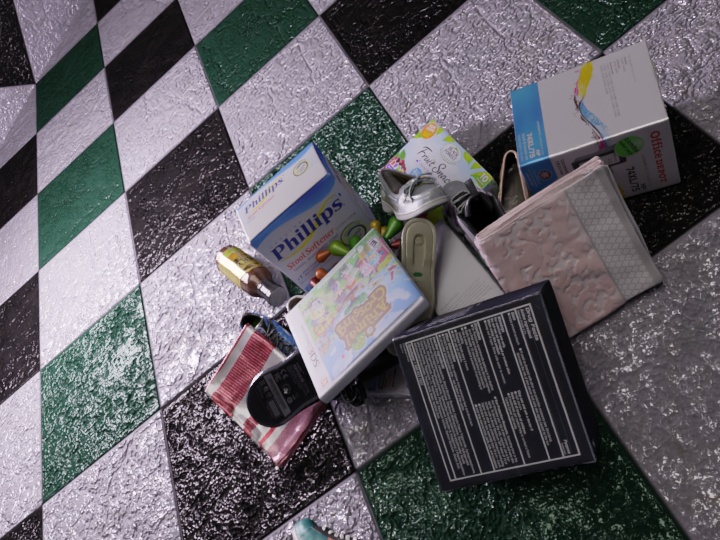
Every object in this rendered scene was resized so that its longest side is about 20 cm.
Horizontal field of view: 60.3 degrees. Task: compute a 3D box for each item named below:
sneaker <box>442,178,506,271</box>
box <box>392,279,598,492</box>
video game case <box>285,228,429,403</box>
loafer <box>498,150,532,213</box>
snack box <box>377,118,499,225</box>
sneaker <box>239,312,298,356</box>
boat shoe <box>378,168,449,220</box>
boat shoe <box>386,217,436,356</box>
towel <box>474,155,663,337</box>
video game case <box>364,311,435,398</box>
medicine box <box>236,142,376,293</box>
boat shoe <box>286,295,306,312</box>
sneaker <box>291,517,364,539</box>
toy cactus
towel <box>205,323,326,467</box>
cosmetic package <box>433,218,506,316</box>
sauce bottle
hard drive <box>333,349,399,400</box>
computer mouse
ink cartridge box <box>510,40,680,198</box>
[{"bbox_3d":[0.165,-0.094,0.900,0.077,0.140,0.201,-38,51,3],"label":"sneaker"},{"bbox_3d":[0.173,0.143,0.782,0.194,0.123,0.205,-19,88,25],"label":"box"},{"bbox_3d":[-0.013,0.058,0.895,0.200,0.022,0.183,-44,41,9],"label":"video game case"},{"bbox_3d":[0.237,-0.093,0.967,0.070,0.063,0.205,-10,59,28],"label":"loafer"},{"bbox_3d":[0.133,-0.154,1.082,0.142,0.053,0.201,-41,49,7],"label":"snack box"},{"bbox_3d":[-0.151,0.134,1.088,0.198,0.089,0.080,28,81,39],"label":"sneaker"},{"bbox_3d":[0.075,-0.125,0.975,0.073,0.066,0.202,-23,16,-9],"label":"boat shoe"},{"bbox_3d":[0.075,0.026,0.934,0.070,0.068,0.206,10,88,-6],"label":"boat shoe"},{"bbox_3d":[0.275,-0.014,0.814,0.189,0.202,0.032,-33,19,13],"label":"towel"},{"bbox_3d":[0.024,0.133,1.015,0.195,0.018,0.147,-5,62,32],"label":"video game case"},{"bbox_3d":[-0.084,-0.083,1.093,0.181,0.200,0.104,-39,47,9],"label":"medicine box"},{"bbox_3d":[-0.041,0.079,0.988,0.197,0.070,0.072,16,73,40],"label":"boat shoe"},{"bbox_3d":[-0.012,0.397,0.856,0.198,0.072,0.081,29,77,37],"label":"sneaker"},{"bbox_3d":[0.000,0.000,1.020,0.197,0.103,0.166,-29,28,9],"label":"toy cactus"},{"bbox_3d":[-0.160,0.206,1.036,0.199,0.023,0.146,37,96,20],"label":"towel"},{"bbox_3d":[0.154,0.027,0.944,0.102,0.073,0.202,-44,46,14],"label":"cosmetic package"},{"bbox_3d":[-0.214,0.012,1.222,0.198,0.065,0.065,30,82,40],"label":"sauce bottle"},{"bbox_3d":[0.014,0.101,1.005,0.197,0.033,0.142,-31,50,16],"label":"hard drive"},{"bbox_3d":[-0.090,0.177,0.974,0.197,0.053,0.141,-29,84,15],"label":"computer mouse"},{"bbox_3d":[0.338,-0.196,0.901,0.196,0.146,0.150,-16,55,27],"label":"ink cartridge box"}]
